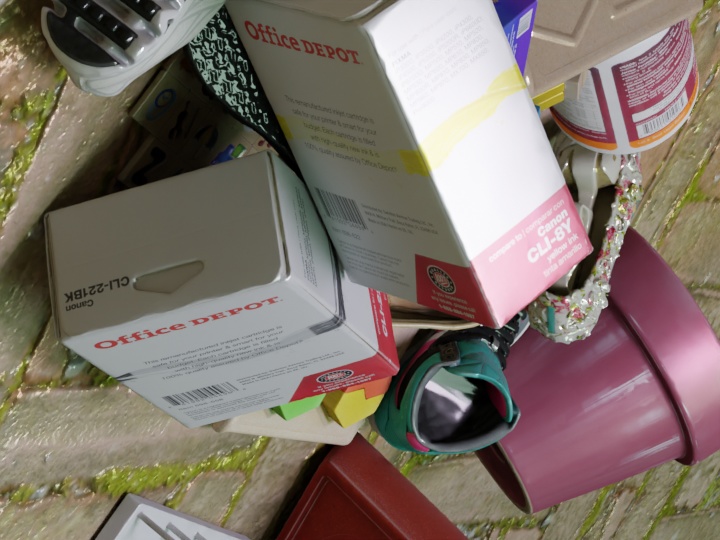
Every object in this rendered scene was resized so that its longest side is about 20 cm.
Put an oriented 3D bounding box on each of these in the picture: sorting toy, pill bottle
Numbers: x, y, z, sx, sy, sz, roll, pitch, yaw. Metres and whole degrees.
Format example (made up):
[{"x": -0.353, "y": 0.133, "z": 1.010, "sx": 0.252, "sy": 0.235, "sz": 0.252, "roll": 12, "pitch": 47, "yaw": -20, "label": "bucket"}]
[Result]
[{"x": -0.004, "y": 0.042, "z": 1.882, "sx": 0.185, "sy": 0.036, "sz": 0.200, "roll": -59, "pitch": 154, "yaw": 11, "label": "sorting toy"}, {"x": 0.165, "y": -0.169, "z": 1.823, "sx": 0.110, "sy": 0.109, "sz": 0.200, "roll": -48, "pitch": 154, "yaw": -12, "label": "pill bottle"}, {"x": 0.116, "y": -0.216, "z": 1.640, "sx": 0.036, "sy": 0.186, "sz": 0.200, "roll": -15, "pitch": -170, "yaw": 45, "label": "sorting toy"}]

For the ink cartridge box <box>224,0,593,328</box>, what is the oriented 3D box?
[{"x": 0.025, "y": -0.082, "z": 1.487, "sx": 0.083, "sy": 0.145, "sz": 0.200, "roll": -37, "pitch": 120, "yaw": -22, "label": "ink cartridge box"}]

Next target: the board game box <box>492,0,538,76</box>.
[{"x": 0.028, "y": -0.117, "z": 1.589, "sx": 0.045, "sy": 0.134, "sz": 0.200, "roll": -40, "pitch": 156, "yaw": -28, "label": "board game box"}]

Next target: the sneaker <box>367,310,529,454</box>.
[{"x": 0.088, "y": 0.055, "z": 1.952, "sx": 0.084, "sy": 0.121, "sz": 0.200, "roll": 35, "pitch": 93, "yaw": -21, "label": "sneaker"}]

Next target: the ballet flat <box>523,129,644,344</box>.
[{"x": 0.160, "y": -0.044, "z": 1.940, "sx": 0.064, "sy": 0.075, "sz": 0.201, "roll": 70, "pitch": 28, "yaw": -61, "label": "ballet flat"}]

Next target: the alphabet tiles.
[{"x": -0.064, "y": -0.118, "z": 1.616, "sx": 0.200, "sy": 0.006, "sz": 0.166, "roll": -53, "pitch": 154, "yaw": -1, "label": "alphabet tiles"}]

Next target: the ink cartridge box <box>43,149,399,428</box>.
[{"x": -0.079, "y": 0.015, "z": 1.589, "sx": 0.144, "sy": 0.084, "sz": 0.200, "roll": -15, "pitch": 159, "yaw": 14, "label": "ink cartridge box"}]

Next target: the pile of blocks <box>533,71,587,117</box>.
[{"x": 0.057, "y": -0.077, "z": 1.717, "sx": 0.199, "sy": 0.082, "sz": 0.062, "roll": -21, "pitch": 155, "yaw": -6, "label": "pile of blocks"}]

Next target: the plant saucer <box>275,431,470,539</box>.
[{"x": -0.011, "y": 0.245, "z": 1.953, "sx": 0.037, "sy": 0.200, "sz": 0.200, "roll": 17, "pitch": 108, "yaw": -45, "label": "plant saucer"}]

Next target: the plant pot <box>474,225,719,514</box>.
[{"x": 0.168, "y": 0.086, "z": 2.075, "sx": 0.179, "sy": 0.200, "sz": 0.200, "roll": -32, "pitch": 150, "yaw": -9, "label": "plant pot"}]

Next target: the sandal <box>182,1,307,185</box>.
[{"x": -0.051, "y": -0.109, "z": 1.553, "sx": 0.075, "sy": 0.048, "sz": 0.201, "roll": -46, "pitch": 128, "yaw": -13, "label": "sandal"}]

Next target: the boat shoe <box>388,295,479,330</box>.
[{"x": 0.000, "y": 0.000, "z": 1.758, "sx": 0.200, "sy": 0.063, "sz": 0.073, "roll": 5, "pitch": 116, "yaw": -39, "label": "boat shoe"}]

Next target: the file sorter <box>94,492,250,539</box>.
[{"x": -0.115, "y": 0.259, "z": 1.862, "sx": 0.139, "sy": 0.124, "sz": 0.200, "roll": -54, "pitch": 155, "yaw": 1, "label": "file sorter"}]

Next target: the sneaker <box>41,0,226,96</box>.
[{"x": -0.089, "y": -0.171, "z": 1.448, "sx": 0.200, "sy": 0.075, "sz": 0.081, "roll": -44, "pitch": 166, "yaw": -14, "label": "sneaker"}]
